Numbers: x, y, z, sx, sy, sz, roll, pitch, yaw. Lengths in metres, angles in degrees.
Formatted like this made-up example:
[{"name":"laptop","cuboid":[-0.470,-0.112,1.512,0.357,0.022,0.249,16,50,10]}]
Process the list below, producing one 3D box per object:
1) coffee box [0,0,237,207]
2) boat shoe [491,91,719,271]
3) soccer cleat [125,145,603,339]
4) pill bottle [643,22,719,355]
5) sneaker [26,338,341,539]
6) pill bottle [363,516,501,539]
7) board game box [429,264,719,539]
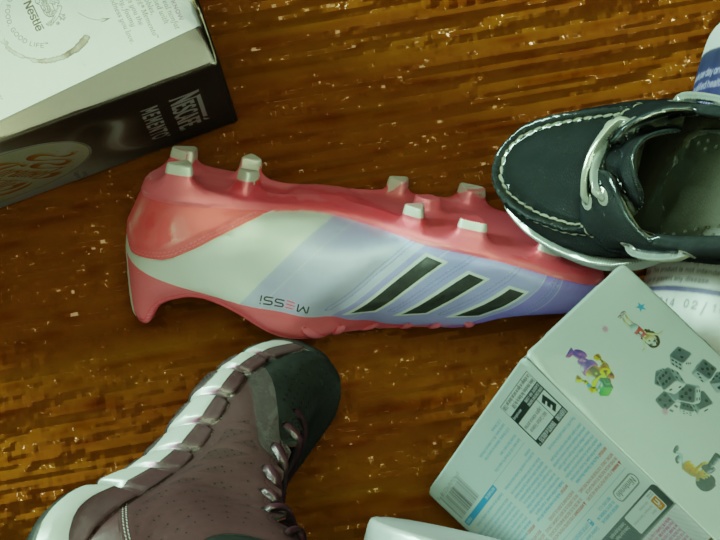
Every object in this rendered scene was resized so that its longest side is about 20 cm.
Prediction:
[{"name":"coffee box","cuboid":[-0.160,-0.075,1.225,0.200,0.114,0.080,-20,81,-1]},{"name":"boat shoe","cuboid":[0.123,-0.037,1.139,0.200,0.060,0.076,4,76,41]},{"name":"soccer cleat","cuboid":[0.000,0.000,1.242,0.200,0.067,0.077,10,107,-1]},{"name":"pill bottle","cuboid":[0.190,-0.045,1.209,0.120,0.120,0.200,14,82,3]},{"name":"sneaker","cuboid":[-0.035,0.103,1.161,0.115,0.200,0.076,19,126,26]},{"name":"pill bottle","cuboid":[0.022,0.204,1.167,0.112,0.112,0.200,14,90,3]},{"name":"board game box","cuboid":[0.135,0.112,1.169,0.200,0.148,0.064,44,64,7]}]
